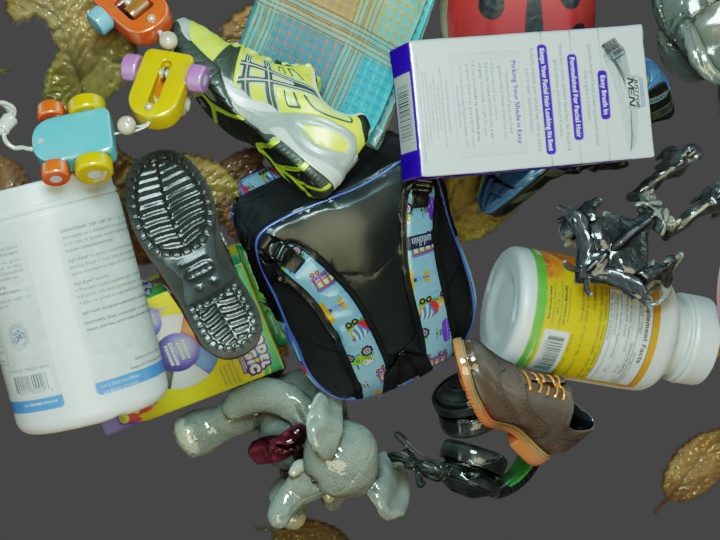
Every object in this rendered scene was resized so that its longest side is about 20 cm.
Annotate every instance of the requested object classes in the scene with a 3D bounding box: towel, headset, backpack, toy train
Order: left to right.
[{"bbox_3d":[-0.204,-0.147,1.421,0.200,0.150,0.056,-47,156,-17],"label":"toy train"},{"bbox_3d":[-0.015,-0.217,1.456,0.147,0.022,0.200,27,110,12],"label":"towel"},{"bbox_3d":[0.000,0.000,1.525,0.182,0.135,0.200,-27,119,-10],"label":"backpack"},{"bbox_3d":[0.108,0.154,1.615,0.200,0.094,0.124,-9,103,-41],"label":"headset"}]

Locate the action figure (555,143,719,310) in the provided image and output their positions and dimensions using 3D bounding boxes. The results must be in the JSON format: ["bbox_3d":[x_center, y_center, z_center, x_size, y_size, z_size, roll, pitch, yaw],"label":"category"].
[{"bbox_3d":[0.234,-0.026,1.536,0.200,0.119,0.102,-35,166,-33],"label":"action figure"}]

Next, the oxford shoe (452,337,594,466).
[{"bbox_3d":[0.140,0.102,1.541,0.073,0.071,0.200,-24,145,18],"label":"oxford shoe"}]

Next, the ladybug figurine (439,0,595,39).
[{"bbox_3d":[0.136,-0.218,1.492,0.136,0.072,0.200,-11,116,-5],"label":"ladybug figurine"}]

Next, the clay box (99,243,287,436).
[{"bbox_3d":[-0.156,0.058,1.579,0.200,0.048,0.115,-21,116,0],"label":"clay box"}]

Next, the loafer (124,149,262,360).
[{"bbox_3d":[-0.145,-0.007,1.503,0.073,0.071,0.200,-20,73,-10],"label":"loafer"}]

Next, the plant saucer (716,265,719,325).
[{"bbox_3d":[0.409,0.002,1.614,0.200,0.051,0.201,-13,113,-34],"label":"plant saucer"}]

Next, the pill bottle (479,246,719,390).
[{"bbox_3d":[0.218,0.048,1.610,0.200,0.111,0.111,10,112,-15],"label":"pill bottle"}]

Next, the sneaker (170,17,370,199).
[{"bbox_3d":[-0.076,-0.143,1.456,0.200,0.075,0.076,42,76,14],"label":"sneaker"}]

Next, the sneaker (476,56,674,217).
[{"bbox_3d":[0.189,-0.104,1.554,0.200,0.071,0.083,-35,126,12],"label":"sneaker"}]

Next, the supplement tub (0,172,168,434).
[{"bbox_3d":[-0.244,0.024,1.468,0.132,0.132,0.200,-14,94,-4],"label":"supplement tub"}]

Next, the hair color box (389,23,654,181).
[{"bbox_3d":[0.130,-0.135,1.429,0.200,0.065,0.110,-5,91,-13],"label":"hair color box"}]

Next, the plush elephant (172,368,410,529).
[{"bbox_3d":[-0.042,0.166,1.590,0.200,0.155,0.165,-38,116,8],"label":"plush elephant"}]

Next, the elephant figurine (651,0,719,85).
[{"bbox_3d":[0.307,-0.213,1.511,0.200,0.155,0.142,4,148,-1],"label":"elephant figurine"}]
